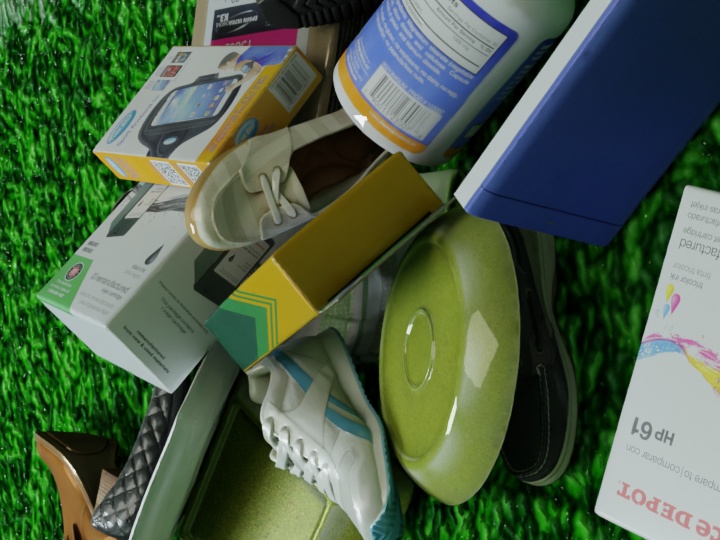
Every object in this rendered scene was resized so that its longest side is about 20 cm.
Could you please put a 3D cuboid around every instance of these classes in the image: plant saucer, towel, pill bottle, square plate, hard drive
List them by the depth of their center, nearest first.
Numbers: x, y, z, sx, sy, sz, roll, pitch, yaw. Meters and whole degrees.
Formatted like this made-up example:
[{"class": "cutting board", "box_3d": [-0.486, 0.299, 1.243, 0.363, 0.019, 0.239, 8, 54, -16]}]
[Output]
[{"class": "hard drive", "box_3d": [0.161, -0.105, 0.860, 0.200, 0.131, 0.025, -55, 45, 27]}, {"class": "plant saucer", "box_3d": [0.051, 0.054, 0.946, 0.200, 0.031, 0.201, -175, 90, -71]}, {"class": "pill bottle", "box_3d": [0.078, -0.178, 0.991, 0.200, 0.112, 0.112, -49, 49, 31]}, {"class": "towel", "box_3d": [0.000, 0.000, 1.110, 0.199, 0.031, 0.150, -5, 79, 49]}, {"class": "plant saucer", "box_3d": [-0.069, 0.192, 1.115, 0.200, 0.048, 0.201, 41, 117, 40]}, {"class": "square plate", "box_3d": [-0.134, 0.138, 1.145, 0.200, 0.028, 0.199, -67, 0, -59]}]

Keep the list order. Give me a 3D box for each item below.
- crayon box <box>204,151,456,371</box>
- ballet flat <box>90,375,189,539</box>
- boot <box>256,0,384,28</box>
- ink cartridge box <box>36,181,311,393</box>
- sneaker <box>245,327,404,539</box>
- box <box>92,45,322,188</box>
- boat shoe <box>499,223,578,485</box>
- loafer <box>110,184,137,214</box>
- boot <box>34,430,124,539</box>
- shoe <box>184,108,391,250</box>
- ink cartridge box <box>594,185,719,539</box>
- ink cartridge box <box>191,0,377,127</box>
[{"class": "crayon box", "box_3d": [-0.023, -0.008, 0.981, 0.052, 0.126, 0.200, 50, 153, -2]}, {"class": "ballet flat", "box_3d": [-0.187, 0.137, 1.251, 0.067, 0.056, 0.201, 88, -167, -64]}, {"class": "boot", "box_3d": [-0.001, -0.278, 1.074, 0.199, 0.078, 0.139, -23, 70, 1]}, {"class": "ink cartridge box", "box_3d": [-0.141, -0.017, 1.133, 0.200, 0.084, 0.146, -51, 31, -16]}, {"class": "sneaker", "box_3d": [-0.024, 0.125, 1.019, 0.200, 0.080, 0.077, -120, 15, -52]}, {"class": "box", "box_3d": [-0.131, -0.124, 1.129, 0.199, 0.042, 0.119, 11, 61, 48]}, {"class": "boat shoe", "box_3d": [0.097, 0.043, 0.957, 0.072, 0.066, 0.202, -19, 68, 46]}, {"class": "loafer", "box_3d": [-0.178, -0.062, 1.301, 0.199, 0.071, 0.073, -15, 71, 47]}, {"class": "boot", "box_3d": [-0.260, 0.243, 1.348, 0.199, 0.076, 0.156, 20, 102, 43]}, {"class": "shoe", "box_3d": [-0.042, -0.075, 1.038, 0.053, 0.200, 0.070, -5, 113, 53]}, {"class": "ink cartridge box", "box_3d": [0.229, 0.069, 0.781, 0.144, 0.084, 0.201, 21, 100, 50]}, {"class": "ink cartridge box", "box_3d": [-0.060, -0.188, 1.186, 0.199, 0.075, 0.166, 2, 83, 49]}]
